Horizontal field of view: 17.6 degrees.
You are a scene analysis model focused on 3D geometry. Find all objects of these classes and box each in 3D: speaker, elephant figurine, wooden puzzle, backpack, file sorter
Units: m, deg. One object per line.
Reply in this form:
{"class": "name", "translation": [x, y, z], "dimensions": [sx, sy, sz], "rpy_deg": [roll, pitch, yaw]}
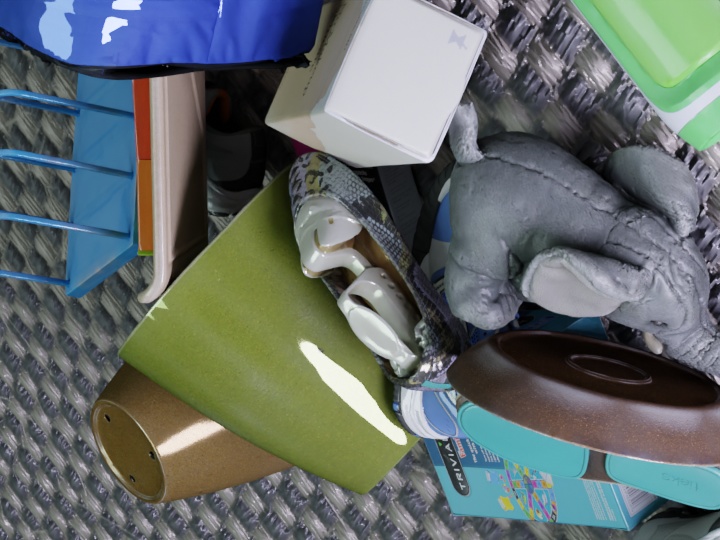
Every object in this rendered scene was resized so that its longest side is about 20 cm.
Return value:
{"class": "speaker", "translation": [0.164, -0.170, 1.342], "dimensions": [0.200, 0.088, 0.088], "rpy_deg": [54, 148, 7]}
{"class": "elephant figurine", "translation": [0.160, -0.014, 1.466], "dimensions": [0.200, 0.155, 0.142], "rpy_deg": [16, 96, 34]}
{"class": "wooden puzzle", "translation": [-0.135, -0.086, 1.653], "dimensions": [0.037, 0.185, 0.201], "rpy_deg": [5, 97, 5]}
{"class": "backpack", "translation": [-0.142, -0.213, 1.459], "dimensions": [0.162, 0.200, 0.168], "rpy_deg": [29, 123, 44]}
{"class": "file sorter", "translation": [-0.231, -0.102, 1.708], "dimensions": [0.139, 0.122, 0.201], "rpy_deg": [-30, 54, 58]}

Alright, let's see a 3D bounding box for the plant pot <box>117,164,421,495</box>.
{"class": "plant pot", "translation": [-0.038, 0.059, 1.672], "dimensions": [0.200, 0.187, 0.187], "rpy_deg": [42, 147, 1]}

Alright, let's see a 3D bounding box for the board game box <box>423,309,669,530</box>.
{"class": "board game box", "translation": [0.117, 0.105, 1.676], "dimensions": [0.200, 0.047, 0.151], "rpy_deg": [-2, 113, 55]}

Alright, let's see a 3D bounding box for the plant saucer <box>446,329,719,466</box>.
{"class": "plant saucer", "translation": [0.154, 0.075, 1.472], "dimensions": [0.200, 0.200, 0.032], "rpy_deg": [23, 106, 43]}

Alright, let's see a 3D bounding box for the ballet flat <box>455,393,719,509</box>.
{"class": "ballet flat", "translation": [0.162, 0.107, 1.542], "dimensions": [0.199, 0.062, 0.068], "rpy_deg": [17, 133, 10]}

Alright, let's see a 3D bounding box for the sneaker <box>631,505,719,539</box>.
{"class": "sneaker", "translation": [0.228, 0.186, 1.570], "dimensions": [0.200, 0.074, 0.080], "rpy_deg": [-40, 41, 45]}

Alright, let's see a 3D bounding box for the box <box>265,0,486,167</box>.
{"class": "box", "translation": [0.007, -0.123, 1.510], "dimensions": [0.078, 0.095, 0.200], "rpy_deg": [25, 175, -12]}

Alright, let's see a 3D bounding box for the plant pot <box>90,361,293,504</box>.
{"class": "plant pot", "translation": [-0.108, 0.093, 1.833], "dimensions": [0.186, 0.200, 0.187], "rpy_deg": [33, 140, 34]}

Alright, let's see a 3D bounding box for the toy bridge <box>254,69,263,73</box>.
{"class": "toy bridge", "translation": [-0.137, -0.197, 1.786], "dimensions": [0.200, 0.027, 0.067], "rpy_deg": [32, 140, 34]}

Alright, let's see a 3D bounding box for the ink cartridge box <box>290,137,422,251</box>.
{"class": "ink cartridge box", "translation": [-0.003, -0.073, 1.703], "dimensions": [0.095, 0.037, 0.201], "rpy_deg": [11, 123, 50]}

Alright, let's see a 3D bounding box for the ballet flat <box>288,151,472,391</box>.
{"class": "ballet flat", "translation": [0.000, 0.000, 1.555], "dimensions": [0.200, 0.072, 0.072], "rpy_deg": [53, 149, 20]}

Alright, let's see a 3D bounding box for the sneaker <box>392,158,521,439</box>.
{"class": "sneaker", "translation": [0.079, 0.020, 1.593], "dimensions": [0.077, 0.076, 0.201], "rpy_deg": [10, 98, 40]}

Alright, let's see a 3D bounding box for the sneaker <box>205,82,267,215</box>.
{"class": "sneaker", "translation": [-0.140, -0.123, 1.812], "dimensions": [0.200, 0.074, 0.080], "rpy_deg": [37, 123, 30]}
